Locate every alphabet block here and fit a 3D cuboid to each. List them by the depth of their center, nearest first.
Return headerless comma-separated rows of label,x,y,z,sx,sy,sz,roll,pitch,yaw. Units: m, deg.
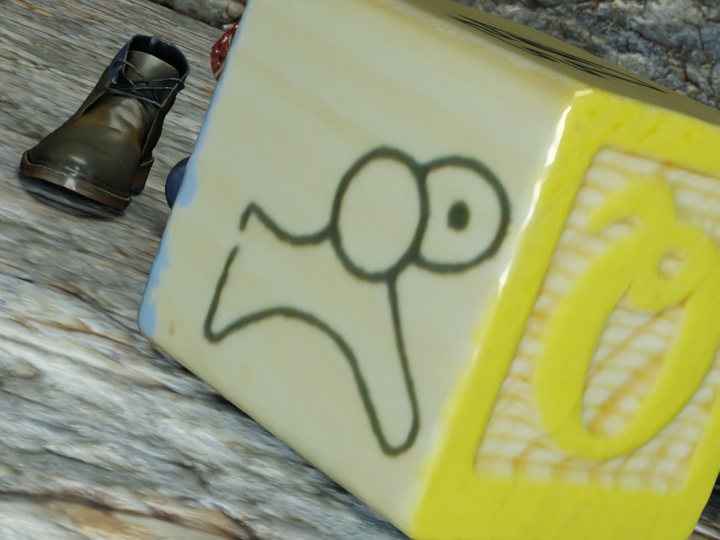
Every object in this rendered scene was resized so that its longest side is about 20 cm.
alphabet block,0.053,-0.008,0.893,0.196,0.196,0.200,8,18,-44

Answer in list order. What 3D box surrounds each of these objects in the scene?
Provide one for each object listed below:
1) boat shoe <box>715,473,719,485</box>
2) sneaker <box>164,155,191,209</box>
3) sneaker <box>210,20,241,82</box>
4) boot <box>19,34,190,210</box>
boat shoe,0.256,0.055,1.179,0.064,0.200,0.071,-13,-69,53
sneaker,-0.055,-0.038,1.283,0.085,0.078,0.199,4,-2,43
sneaker,-0.015,-0.083,1.216,0.200,0.078,0.082,42,-16,25
boot,-0.155,-0.097,1.246,0.074,0.097,0.200,22,8,-2
